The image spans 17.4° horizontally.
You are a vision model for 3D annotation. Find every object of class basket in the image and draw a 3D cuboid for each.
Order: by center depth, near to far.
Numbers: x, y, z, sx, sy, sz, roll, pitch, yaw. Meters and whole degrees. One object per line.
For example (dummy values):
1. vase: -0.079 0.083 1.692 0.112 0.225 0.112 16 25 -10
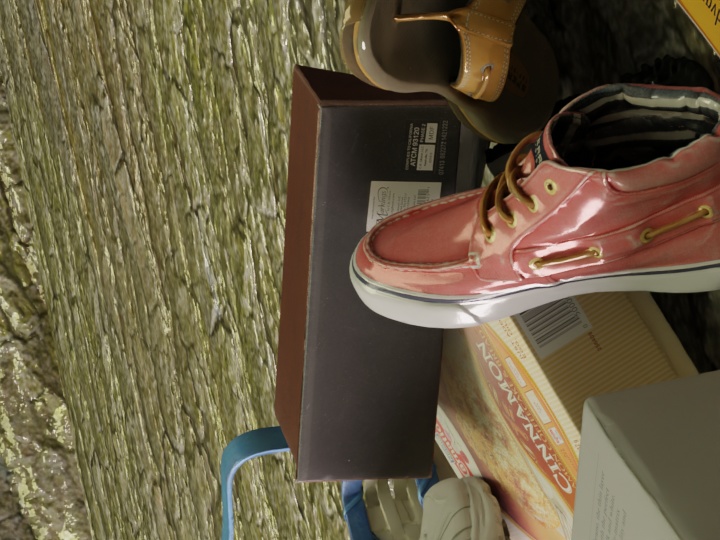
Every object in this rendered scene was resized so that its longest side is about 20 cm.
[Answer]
1. basket: 0.012 0.138 1.386 0.176 0.200 0.139 97 162 -51

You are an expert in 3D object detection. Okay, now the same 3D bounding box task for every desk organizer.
1. desk organizer: 0.000 0.000 1.184 0.077 0.072 0.200 -121 32 -65

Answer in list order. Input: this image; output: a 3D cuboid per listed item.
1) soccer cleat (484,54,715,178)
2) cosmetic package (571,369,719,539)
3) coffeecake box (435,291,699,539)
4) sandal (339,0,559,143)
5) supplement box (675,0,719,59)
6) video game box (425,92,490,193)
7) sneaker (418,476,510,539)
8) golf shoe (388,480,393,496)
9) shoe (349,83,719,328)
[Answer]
1. soccer cleat: 0.129 -0.053 1.157 0.073 0.068 0.200 56 160 -7
2. cosmetic package: 0.179 0.177 1.001 0.200 0.123 0.199 -122 27 -49
3. coffeecake box: 0.097 0.063 1.216 0.154 0.073 0.200 58 162 2
4. sandal: 0.054 -0.105 1.069 0.054 0.200 0.080 13 83 31
5. supplement box: 0.171 -0.190 0.786 0.197 0.133 0.200 -117 23 -43
6. video game box: 0.053 -0.138 1.232 0.182 0.047 0.200 -71 -13 -53
7. sneaker: 0.034 0.177 1.209 0.200 0.099 0.078 -94 -8 -59
8. golf shoe: 0.009 0.047 1.577 0.097 0.078 0.200 -128 32 -68
9. shoe: 0.081 -0.033 1.064 0.091 0.200 0.071 66 -154 -43
